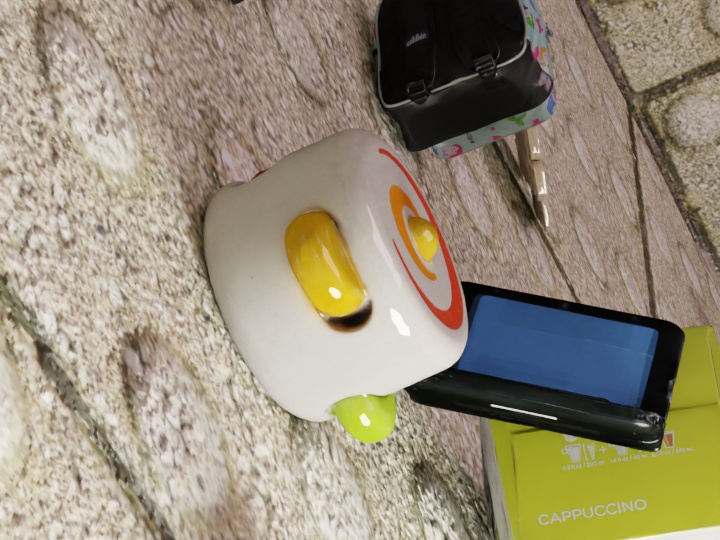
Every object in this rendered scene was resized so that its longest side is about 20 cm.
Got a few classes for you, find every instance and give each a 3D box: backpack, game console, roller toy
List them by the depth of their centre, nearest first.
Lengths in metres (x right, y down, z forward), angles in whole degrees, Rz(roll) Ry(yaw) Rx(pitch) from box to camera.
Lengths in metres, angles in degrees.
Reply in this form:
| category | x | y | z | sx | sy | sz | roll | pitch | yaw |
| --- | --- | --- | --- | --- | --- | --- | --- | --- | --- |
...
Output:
| category | x | y | z | sx | sy | sz | roll | pitch | yaw |
| --- | --- | --- | --- | --- | --- | --- | --- | --- | --- |
| roller toy | -0.011 | -0.001 | 1.355 | 0.200 | 0.140 | 0.183 | 51 | 21 | -41 |
| game console | 0.142 | 0.062 | 1.499 | 0.176 | 0.200 | 0.117 | 53 | 48 | -75 |
| backpack | 0.106 | -0.224 | 1.981 | 0.151 | 0.177 | 0.200 | 50 | 25 | -48 |

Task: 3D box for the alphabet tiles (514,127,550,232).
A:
| category | x | y | z | sx | sy | sz | roll | pitch | yaw |
| --- | --- | --- | --- | --- | --- | --- | --- | --- | --- |
| alphabet tiles | 0.203 | -0.149 | 2.385 | 0.200 | 0.015 | 0.196 | -97 | 177 | -77 |

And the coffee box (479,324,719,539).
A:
| category | x | y | z | sx | sy | sz | roll | pitch | yaw |
| --- | --- | --- | --- | --- | --- | --- | --- | --- | --- |
| coffee box | 0.209 | 0.189 | 1.591 | 0.198 | 0.199 | 0.200 | 82 | 0 | -49 |

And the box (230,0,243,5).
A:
| category | x | y | z | sx | sy | sz | roll | pitch | yaw |
| --- | --- | --- | --- | --- | --- | --- | --- | --- | --- |
| box | -0.109 | -0.338 | 1.577 | 0.200 | 0.106 | 0.122 | 54 | 20 | -36 |
